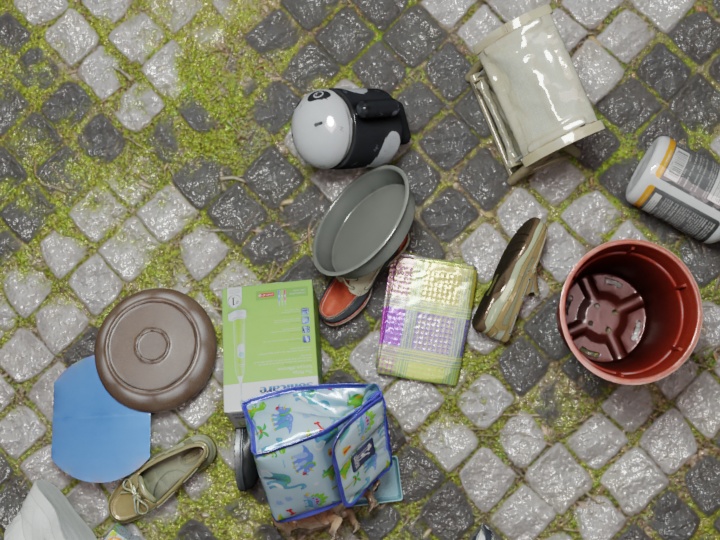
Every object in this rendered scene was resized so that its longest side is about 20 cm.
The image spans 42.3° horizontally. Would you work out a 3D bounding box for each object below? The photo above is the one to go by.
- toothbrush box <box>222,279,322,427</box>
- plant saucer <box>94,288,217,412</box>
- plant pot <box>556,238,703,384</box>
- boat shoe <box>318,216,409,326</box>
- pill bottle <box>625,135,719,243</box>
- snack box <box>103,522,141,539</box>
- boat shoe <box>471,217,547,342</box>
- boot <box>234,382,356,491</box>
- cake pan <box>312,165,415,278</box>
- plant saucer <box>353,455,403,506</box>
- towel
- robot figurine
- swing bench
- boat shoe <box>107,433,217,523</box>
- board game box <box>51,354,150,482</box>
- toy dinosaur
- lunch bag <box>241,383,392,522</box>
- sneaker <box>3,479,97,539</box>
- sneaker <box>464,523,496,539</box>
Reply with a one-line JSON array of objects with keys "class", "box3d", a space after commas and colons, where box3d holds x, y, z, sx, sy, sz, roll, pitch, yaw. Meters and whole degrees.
[{"class": "toothbrush box", "box3d": [-0.134, 0.127, 1.433, 0.143, 0.086, 0.203, -7, 63, 2]}, {"class": "plant saucer", "box3d": [-0.328, 0.122, 1.481, 0.197, 0.032, 0.203, 0, 73, 0]}, {"class": "plant pot", "box3d": [0.381, 0.067, 1.388, 0.198, 0.195, 0.204, 0, 84, 3]}, {"class": "boat shoe", "box3d": [0.000, 0.000, 1.469, 0.071, 0.063, 0.200, 42, 92, 22]}, {"class": "pill bottle", "box3d": [0.522, -0.113, 1.438, 0.198, 0.116, 0.117, 29, 87, 4]}, {"class": "snack box", "box3d": [-0.386, 0.519, 1.446, 0.142, 0.053, 0.201, 37, 87, -4]}, {"class": "boat shoe", "box3d": [0.252, 0.017, 1.470, 0.075, 0.072, 0.202, 27, 94, -9]}, {"class": "boot", "box3d": [-0.096, 0.261, 1.460, 0.197, 0.066, 0.167, 0, 82, -1]}, {"class": "cake pan", "box3d": [0.008, -0.070, 1.436, 0.037, 0.200, 0.201, 38, 87, -32]}, {"class": "plant saucer", "box3d": [-0.034, 0.339, 1.471, 0.197, 0.019, 0.071, -8, 84, 3]}, {"class": "towel", "box3d": [0.105, 0.074, 1.487, 0.141, 0.023, 0.203, 9, 85, 4]}, {"class": "robot figurine", "box3d": [-0.015, -0.223, 1.445, 0.125, 0.198, 0.152, 46, 129, 34]}, {"class": "swing bench", "box3d": [0.258, -0.261, 1.422, 0.128, 0.200, 0.201, -22, 84, 1]}, {"class": "boat shoe", "box3d": [-0.316, 0.328, 1.461, 0.199, 0.063, 0.074, -32, 85, 1]}, {"class": "board game box", "box3d": [-0.409, 0.237, 1.487, 0.156, 0.039, 0.203, -3, 74, 0]}, {"class": "toy dinosaur", "box3d": [-0.048, 0.335, 1.426, 0.135, 0.086, 0.200, 35, 76, 25]}, {"class": "lunch bag", "box3d": [-0.053, 0.253, 1.335, 0.197, 0.172, 0.128, -16, 42, -8]}, {"class": "sneaker", "box3d": [-0.478, 0.429, 1.431, 0.199, 0.073, 0.116, 36, 92, 42]}, {"class": "sneaker", "box3d": [0.220, 0.450, 1.416, 0.196, 0.079, 0.132, -5, 93, 12]}]
